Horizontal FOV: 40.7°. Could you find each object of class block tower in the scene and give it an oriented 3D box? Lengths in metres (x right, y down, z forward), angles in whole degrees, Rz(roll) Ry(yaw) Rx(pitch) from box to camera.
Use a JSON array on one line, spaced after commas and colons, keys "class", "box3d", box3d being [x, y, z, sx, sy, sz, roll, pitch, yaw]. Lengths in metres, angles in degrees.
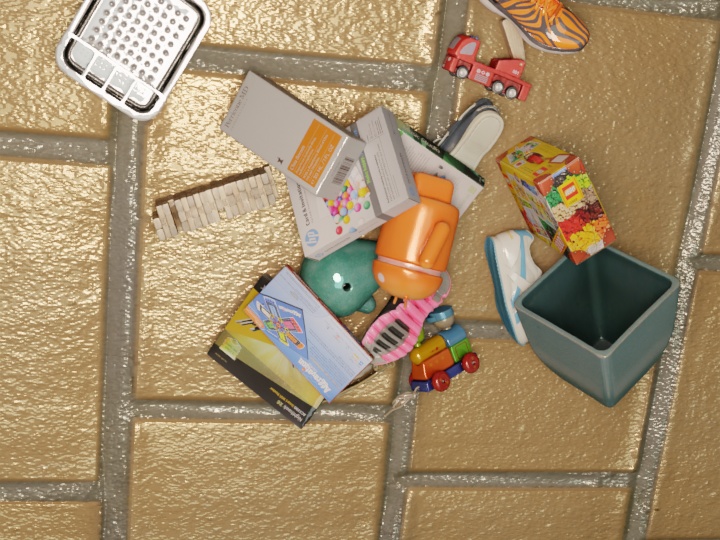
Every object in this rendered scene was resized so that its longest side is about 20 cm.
[{"class": "block tower", "box3d": [-0.226, -0.106, 1.509, 0.196, 0.058, 0.055, -19, 110, -7]}]

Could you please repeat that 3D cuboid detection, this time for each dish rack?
[{"class": "dish rack", "box3d": [-0.331, -0.343, 1.424, 0.170, 0.044, 0.202, 32, 98, -17]}]

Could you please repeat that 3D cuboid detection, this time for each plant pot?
[{"class": "plant pot", "box3d": [0.399, 0.105, 1.613, 0.195, 0.195, 0.202, -39, 135, -20]}]

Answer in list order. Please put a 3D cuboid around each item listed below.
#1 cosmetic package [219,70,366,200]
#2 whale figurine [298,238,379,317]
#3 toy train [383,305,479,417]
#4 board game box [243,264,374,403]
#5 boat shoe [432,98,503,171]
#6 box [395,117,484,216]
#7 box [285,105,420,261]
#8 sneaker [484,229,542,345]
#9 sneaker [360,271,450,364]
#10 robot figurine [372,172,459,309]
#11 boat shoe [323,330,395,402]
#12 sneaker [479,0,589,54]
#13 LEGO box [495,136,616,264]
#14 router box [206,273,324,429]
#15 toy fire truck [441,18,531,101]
[{"class": "cosmetic package", "box3d": [-0.101, -0.200, 1.441, 0.199, 0.071, 0.103, 35, 101, 21]}, {"class": "whale figurine", "box3d": [0.000, 0.000, 1.561, 0.197, 0.104, 0.162, -19, 109, -9]}, {"class": "toy train", "box3d": [0.098, 0.146, 1.608, 0.198, 0.084, 0.118, -26, 99, -31]}, {"class": "board game box", "box3d": [-0.081, 0.099, 1.520, 0.103, 0.019, 0.200, -43, 90, 12]}, {"class": "boat shoe", "box3d": [0.149, -0.189, 1.553, 0.074, 0.062, 0.201, 19, 123, -27]}, {"class": "box", "box3d": [0.077, -0.140, 1.532, 0.198, 0.037, 0.145, 32, 120, -11]}, {"class": "box", "box3d": [-0.017, -0.129, 1.462, 0.198, 0.159, 0.041, -28, 156, 30]}, {"class": "sneaker", "box3d": [0.268, 0.031, 1.640, 0.079, 0.077, 0.204, -16, 111, -8]}, {"class": "sneaker", "box3d": [0.064, 0.072, 1.587, 0.079, 0.095, 0.200, 47, 73, -16]}, {"class": "robot figurine", "box3d": [0.083, -0.044, 1.468, 0.116, 0.142, 0.204, 11, 94, -55]}, {"class": "boat shoe", "box3d": [0.002, 0.159, 1.629, 0.198, 0.063, 0.074, -35, 110, 0]}, {"class": "sneaker", "box3d": [0.264, -0.406, 1.456, 0.198, 0.112, 0.078, 31, 73, 3]}, {"class": "LEGO box", "box3d": [0.306, -0.115, 1.537, 0.076, 0.200, 0.150, -31, 110, -1]}, {"class": "router box", "box3d": [-0.124, 0.129, 1.568, 0.199, 0.052, 0.158, 37, 97, 2]}, {"class": "toy fire truck", "box3d": [0.239, -0.348, 1.535, 0.197, 0.049, 0.143, 18, 101, -15]}]
